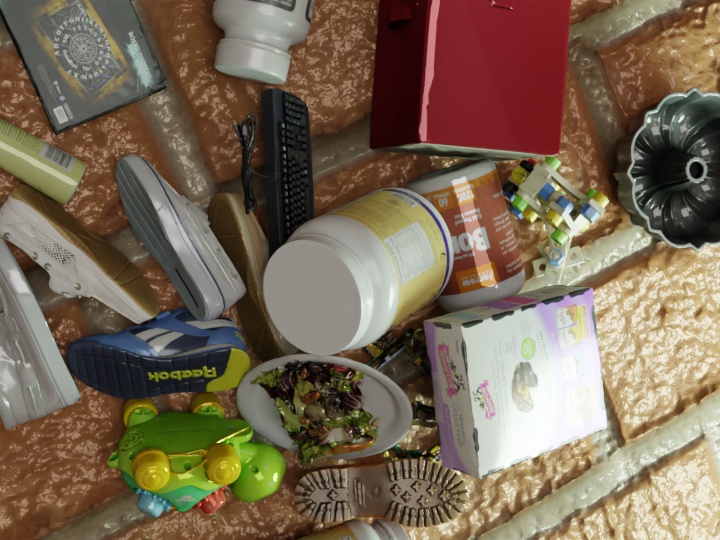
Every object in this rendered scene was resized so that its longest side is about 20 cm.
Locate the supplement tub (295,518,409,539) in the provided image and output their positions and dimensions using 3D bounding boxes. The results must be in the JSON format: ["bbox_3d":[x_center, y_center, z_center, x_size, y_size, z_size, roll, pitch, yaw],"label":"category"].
[{"bbox_3d":[-0.035,0.370,1.228,0.198,0.144,0.146,-16,98,-17],"label":"supplement tub"}]

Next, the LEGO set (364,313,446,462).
[{"bbox_3d":[0.078,0.162,1.268,0.153,0.116,0.202,-31,102,-14],"label":"LEGO set"}]

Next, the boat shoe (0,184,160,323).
[{"bbox_3d":[-0.305,-0.004,1.161,0.200,0.071,0.069,41,103,-5],"label":"boat shoe"}]

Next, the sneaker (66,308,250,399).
[{"bbox_3d":[-0.221,0.089,1.193,0.197,0.083,0.075,1,130,-7],"label":"sneaker"}]

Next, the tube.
[{"bbox_3d":[-0.385,-0.139,1.128,0.199,0.058,0.052,31,58,-22],"label":"tube"}]

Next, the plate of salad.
[{"bbox_3d":[-0.041,0.161,1.194,0.198,0.200,0.048,25,46,-18],"label":"plate of salad"}]

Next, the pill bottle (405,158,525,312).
[{"bbox_3d":[0.131,-0.022,1.279,0.111,0.112,0.202,-20,98,-16],"label":"pill bottle"}]

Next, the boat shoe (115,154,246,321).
[{"bbox_3d":[-0.197,-0.042,1.193,0.066,0.073,0.202,-29,93,-37],"label":"boat shoe"}]

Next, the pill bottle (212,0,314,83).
[{"bbox_3d":[-0.102,-0.313,1.187,0.109,0.111,0.203,11,89,-19],"label":"pill bottle"}]

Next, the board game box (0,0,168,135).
[{"bbox_3d":[-0.308,-0.265,1.163,0.134,0.028,0.202,-25,100,-16],"label":"board game box"}]

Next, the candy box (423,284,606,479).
[{"bbox_3d":[0.175,0.118,1.208,0.198,0.071,0.170,-13,100,-33],"label":"candy box"}]

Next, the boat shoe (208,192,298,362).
[{"bbox_3d":[-0.112,0.003,1.228,0.069,0.073,0.202,-24,100,-39],"label":"boat shoe"}]

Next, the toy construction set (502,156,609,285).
[{"bbox_3d":[0.231,-0.065,1.290,0.131,0.200,0.092,38,74,21],"label":"toy construction set"}]

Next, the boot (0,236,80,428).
[{"bbox_3d":[-0.374,0.070,1.131,0.095,0.073,0.202,-25,107,-15],"label":"boot"}]

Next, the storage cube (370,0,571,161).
[{"bbox_3d":[0.123,-0.223,1.235,0.197,0.171,0.182,4,92,-19],"label":"storage cube"}]

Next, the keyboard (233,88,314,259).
[{"bbox_3d":[-0.091,-0.103,1.202,0.126,0.020,0.203,4,79,-52],"label":"keyboard"}]

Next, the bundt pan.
[{"bbox_3d":[0.409,-0.128,1.386,0.199,0.076,0.205,-1,93,-18],"label":"bundt pan"}]

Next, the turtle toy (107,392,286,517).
[{"bbox_3d":[-0.177,0.211,1.186,0.197,0.146,0.102,1,114,-18],"label":"turtle toy"}]

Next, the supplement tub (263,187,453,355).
[{"bbox_3d":[0.000,0.000,1.177,0.199,0.144,0.147,-29,105,-54],"label":"supplement tub"}]

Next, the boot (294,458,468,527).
[{"bbox_3d":[0.023,0.250,1.249,0.197,0.107,0.076,3,85,-3],"label":"boot"}]
